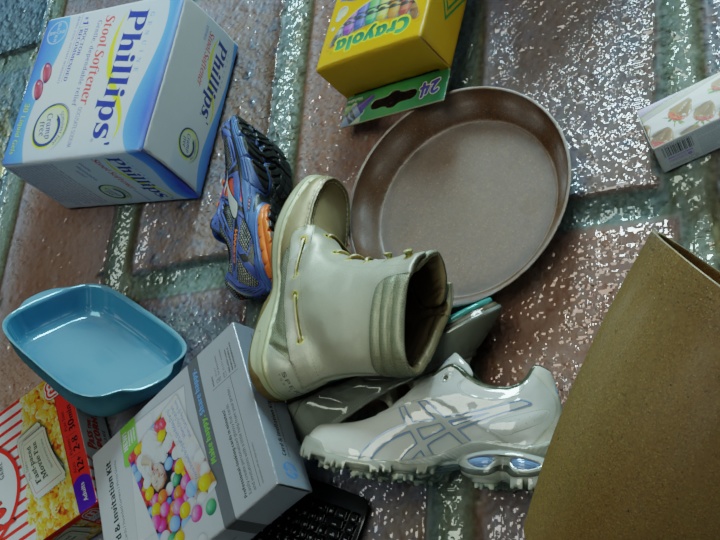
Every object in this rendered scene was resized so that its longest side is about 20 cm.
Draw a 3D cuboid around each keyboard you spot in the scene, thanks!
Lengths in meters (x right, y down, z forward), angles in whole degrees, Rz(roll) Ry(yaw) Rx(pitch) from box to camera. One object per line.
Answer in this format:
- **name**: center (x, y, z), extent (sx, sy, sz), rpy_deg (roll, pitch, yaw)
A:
- **keyboard**: center (-0.093, 0.204, 0.789), extent (0.199, 0.040, 0.105), rpy_deg (9, 72, 35)

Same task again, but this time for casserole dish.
- **casserole dish**: center (-0.247, 0.075, 0.911), extent (0.199, 0.039, 0.121), rpy_deg (27, 40, 37)

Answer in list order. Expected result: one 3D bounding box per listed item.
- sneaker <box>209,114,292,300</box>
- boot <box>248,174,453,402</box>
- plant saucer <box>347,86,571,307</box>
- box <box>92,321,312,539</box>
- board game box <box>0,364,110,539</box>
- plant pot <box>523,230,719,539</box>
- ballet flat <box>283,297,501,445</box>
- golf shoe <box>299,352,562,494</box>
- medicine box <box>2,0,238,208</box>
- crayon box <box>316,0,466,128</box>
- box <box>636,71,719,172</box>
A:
- **sneaker**: center (-0.108, -0.061, 0.905), extent (0.078, 0.075, 0.201), rpy_deg (-27, 55, 21)
- **boot**: center (0.000, 0.000, 0.758), extent (0.154, 0.072, 0.202), rpy_deg (-14, 52, 36)
- **plant saucer**: center (0.083, -0.058, 0.812), extent (0.199, 0.034, 0.202), rpy_deg (-13, 63, 25)
- **box**: center (-0.137, 0.164, 0.794), extent (0.200, 0.041, 0.157), rpy_deg (-42, 47, 24)
- **board game box**: center (-0.321, 0.208, 0.918), extent (0.199, 0.046, 0.152), rpy_deg (-36, 54, 12)
- **plant pot**: center (0.193, 0.111, 0.591), extent (0.186, 0.186, 0.201), rpy_deg (45, 106, 37)
- **ballet flat**: center (0.031, 0.089, 0.766), extent (0.199, 0.067, 0.064), rpy_deg (-27, 84, 18)
- **golf shoe**: center (0.053, 0.110, 0.717), extent (0.198, 0.078, 0.098), rpy_deg (-1, 77, 18)
- **medicine box**: center (-0.249, -0.173, 1.021), extent (0.198, 0.103, 0.184), rpy_deg (-2, 67, 31)
- **crayon box**: center (0.034, -0.238, 0.892), extent (0.125, 0.051, 0.202), rpy_deg (-8, 59, 41)
- **box**: center (0.304, -0.136, 0.713), extent (0.199, 0.041, 0.039), rpy_deg (-25, 57, 20)
